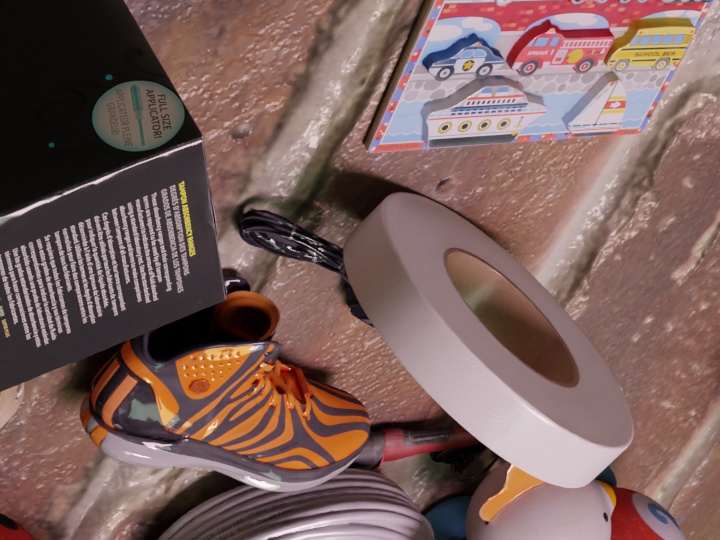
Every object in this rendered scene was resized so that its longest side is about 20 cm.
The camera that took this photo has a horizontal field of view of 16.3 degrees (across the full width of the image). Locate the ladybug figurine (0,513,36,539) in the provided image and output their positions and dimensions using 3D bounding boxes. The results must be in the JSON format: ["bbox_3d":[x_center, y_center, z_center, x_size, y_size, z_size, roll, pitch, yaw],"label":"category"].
[{"bbox_3d":[-0.263,0.175,1.425,0.200,0.072,0.136,1,162,-14],"label":"ladybug figurine"}]

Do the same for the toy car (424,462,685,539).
[{"bbox_3d":[0.136,0.176,1.661,0.177,0.184,0.200,-23,142,-13],"label":"toy car"}]

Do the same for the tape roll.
[{"bbox_3d":[0.075,0.039,1.436,0.037,0.203,0.203,-46,142,18],"label":"tape roll"}]

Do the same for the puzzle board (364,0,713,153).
[{"bbox_3d":[0.112,-0.127,1.424,0.200,0.017,0.151,-5,137,-32],"label":"puzzle board"}]

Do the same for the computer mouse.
[{"bbox_3d":[0.000,0.000,1.478,0.200,0.059,0.034,32,68,-48],"label":"computer mouse"}]

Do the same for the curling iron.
[{"bbox_3d":[0.013,0.123,1.639,0.200,0.026,0.050,-3,133,-34],"label":"curling iron"}]

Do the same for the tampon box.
[{"bbox_3d":[-0.186,-0.038,1.191,0.200,0.150,0.126,-22,144,-14],"label":"tampon box"}]

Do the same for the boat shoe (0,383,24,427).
[{"bbox_3d":[-0.220,0.055,1.352,0.072,0.076,0.200,-5,146,-38],"label":"boat shoe"}]

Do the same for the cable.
[{"bbox_3d":[-0.048,0.201,1.639,0.200,0.069,0.200,-16,146,-11],"label":"cable"}]

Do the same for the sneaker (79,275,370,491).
[{"bbox_3d":[-0.058,0.066,1.475,0.200,0.078,0.112,4,132,-40],"label":"sneaker"}]
